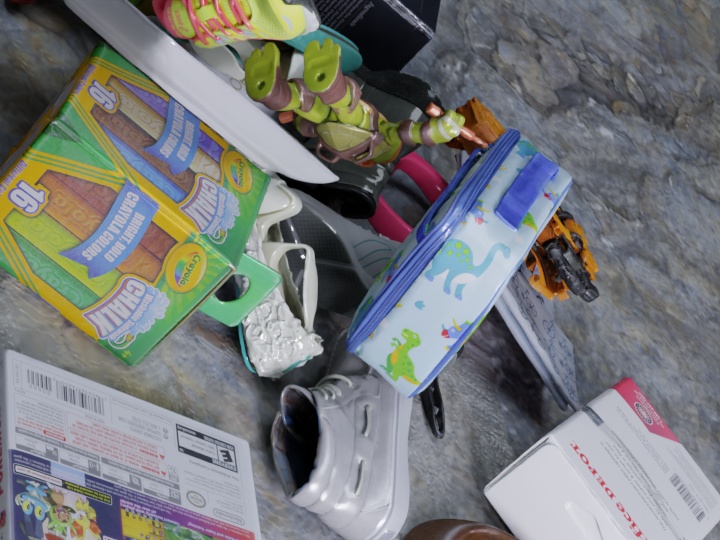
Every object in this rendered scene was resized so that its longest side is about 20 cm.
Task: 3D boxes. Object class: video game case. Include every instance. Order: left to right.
[{"bbox_3d":[-0.141,0.155,1.107,0.199,0.023,0.184,26,37,-35],"label":"video game case"}]

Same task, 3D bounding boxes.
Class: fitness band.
[{"bbox_3d":[0.057,-0.043,1.546,0.144,0.037,0.200,50,17,0],"label":"fitness band"}]

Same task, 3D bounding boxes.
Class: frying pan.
[{"bbox_3d":[0.045,0.046,1.472,0.115,0.031,0.191,40,28,-13],"label":"frying pan"}]

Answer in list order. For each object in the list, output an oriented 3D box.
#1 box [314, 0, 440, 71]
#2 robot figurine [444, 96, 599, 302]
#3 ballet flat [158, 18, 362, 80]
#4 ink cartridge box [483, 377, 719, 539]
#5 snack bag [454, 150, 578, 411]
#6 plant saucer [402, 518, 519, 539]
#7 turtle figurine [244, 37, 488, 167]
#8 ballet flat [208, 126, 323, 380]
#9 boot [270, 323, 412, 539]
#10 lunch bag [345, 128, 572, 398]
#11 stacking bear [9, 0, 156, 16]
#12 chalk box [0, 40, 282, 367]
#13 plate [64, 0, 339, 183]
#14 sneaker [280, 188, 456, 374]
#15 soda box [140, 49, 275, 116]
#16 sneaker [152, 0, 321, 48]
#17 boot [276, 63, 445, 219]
[{"bbox_3d":[-0.029,-0.288,1.659,0.196,0.124,0.201,37,31,-16],"label":"box"},{"bbox_3d":[0.142,-0.052,1.536,0.200,0.058,0.146,48,19,-39],"label":"robot figurine"},{"bbox_3d":[-0.083,-0.176,1.409,0.199,0.067,0.071,22,62,-37],"label":"ballet flat"},{"bbox_3d":[0.204,0.188,1.453,0.145,0.084,0.200,53,28,8],"label":"ink cartridge box"},{"bbox_3d":[0.139,0.006,1.570,0.189,0.021,0.201,56,16,-22],"label":"snack bag"},{"bbox_3d":[0.108,0.263,1.297,0.199,0.034,0.201,34,32,-24],"label":"plant saucer"},{"bbox_3d":[-0.018,-0.113,1.302,0.198,0.065,0.161,14,-11,37],"label":"turtle figurine"},{"bbox_3d":[-0.067,-0.020,1.311,0.071,0.071,0.202,2,72,-51],"label":"ballet flat"},{"bbox_3d":[-0.016,0.098,1.281,0.095,0.073,0.201,35,33,-34],"label":"boot"},{"bbox_3d":[0.075,-0.012,1.301,0.082,0.161,0.200,39,33,0],"label":"lunch bag"},{"bbox_3d":[-0.175,-0.251,1.426,0.199,0.114,0.122,19,40,-35],"label":"stacking bear"},{"bbox_3d":[-0.148,-0.030,1.209,0.199,0.124,0.124,39,31,-14],"label":"chalk box"},{"bbox_3d":[-0.127,-0.141,1.240,0.199,0.032,0.200,36,4,-47],"label":"plate"},{"bbox_3d":[0.000,0.000,1.416,0.200,0.070,0.081,41,35,-16],"label":"sneaker"},{"bbox_3d":[-0.126,-0.135,1.417,0.068,0.064,0.200,49,31,2],"label":"soda box"},{"bbox_3d":[-0.093,-0.189,1.254,0.079,0.090,0.200,66,-16,-14],"label":"sneaker"},{"bbox_3d":[-0.033,-0.119,1.493,0.199,0.131,0.068,21,-28,42],"label":"boot"}]
